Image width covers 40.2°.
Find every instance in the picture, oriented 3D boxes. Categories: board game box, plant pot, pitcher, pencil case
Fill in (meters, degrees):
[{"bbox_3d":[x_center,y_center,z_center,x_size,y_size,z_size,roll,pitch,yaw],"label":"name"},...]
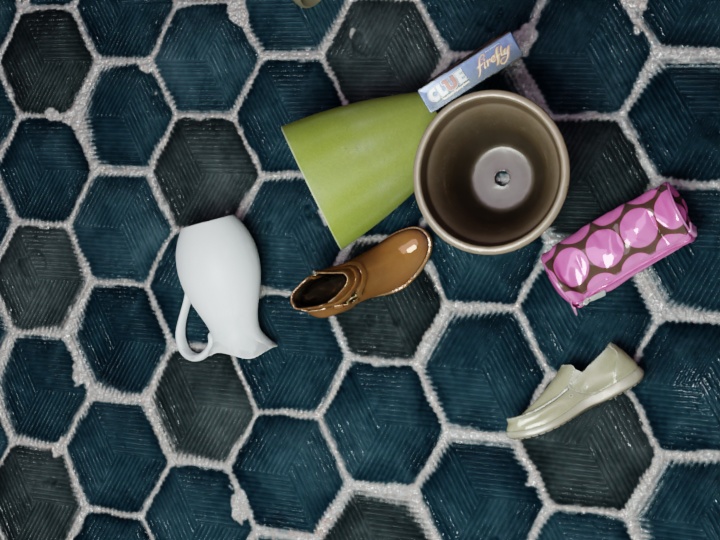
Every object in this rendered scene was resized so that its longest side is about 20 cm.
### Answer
[{"bbox_3d":[0.146,-0.266,1.299,0.134,0.200,0.035,-31,98,13],"label":"board game box"},{"bbox_3d":[0.179,-0.122,1.291,0.197,0.174,0.204,0,91,15],"label":"plant pot"},{"bbox_3d":[-0.220,0.031,1.448,0.169,0.121,0.203,-11,96,26],"label":"pitcher"},{"bbox_3d":[0.341,-0.028,1.287,0.199,0.091,0.094,-34,43,15],"label":"pencil case"},{"bbox_3d":[0.019,-0.159,1.360,0.198,0.187,0.189,-27,80,0],"label":"plant pot"}]

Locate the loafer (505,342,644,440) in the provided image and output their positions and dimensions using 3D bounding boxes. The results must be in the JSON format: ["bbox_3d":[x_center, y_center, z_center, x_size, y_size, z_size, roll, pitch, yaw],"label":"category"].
[{"bbox_3d":[0.275,0.161,1.307,0.198,0.076,0.069,-28,78,4],"label":"loafer"}]

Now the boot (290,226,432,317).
[{"bbox_3d":[0.000,0.000,1.354,0.198,0.155,0.078,-27,80,14],"label":"boot"}]

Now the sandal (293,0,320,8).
[{"bbox_3d":[-0.018,-0.446,1.420,0.200,0.080,0.054,-42,60,17],"label":"sandal"}]
